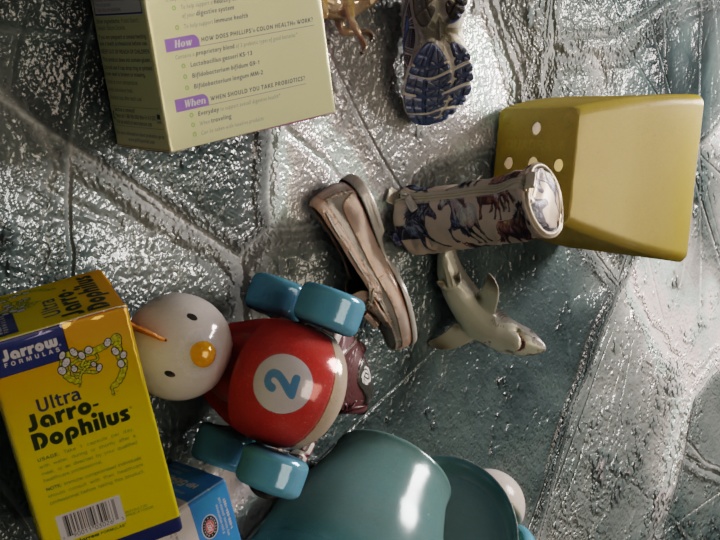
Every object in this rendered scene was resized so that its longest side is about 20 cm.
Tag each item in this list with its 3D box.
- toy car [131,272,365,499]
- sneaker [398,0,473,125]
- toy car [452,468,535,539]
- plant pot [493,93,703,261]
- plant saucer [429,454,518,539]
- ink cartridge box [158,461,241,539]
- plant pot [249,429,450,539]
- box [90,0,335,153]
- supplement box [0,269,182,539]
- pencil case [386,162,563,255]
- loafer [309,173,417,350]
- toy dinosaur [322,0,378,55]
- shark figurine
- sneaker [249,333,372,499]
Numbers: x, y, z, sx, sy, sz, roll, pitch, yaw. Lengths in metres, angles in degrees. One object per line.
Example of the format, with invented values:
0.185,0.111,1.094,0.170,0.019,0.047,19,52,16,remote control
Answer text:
-0.130,0.077,0.966,0.200,0.177,0.185,24,82,-34,toy car
0.078,-0.253,1.183,0.077,0.085,0.200,-4,127,-10,sneaker
0.147,0.346,1.275,0.175,0.150,0.200,-50,160,-29,toy car
0.271,-0.121,1.339,0.176,0.200,0.201,1,96,-35,plant pot
0.077,0.299,1.190,0.200,0.200,0.027,-63,145,-19,plant saucer
-0.201,0.284,0.972,0.200,0.084,0.146,-28,117,-40,ink cartridge box
-0.004,0.273,1.115,0.200,0.200,0.188,61,43,-33,plant pot
-0.129,-0.218,0.944,0.176,0.097,0.201,-20,112,-36,box
-0.226,0.118,0.878,0.109,0.109,0.201,-17,111,-19,supplement box
0.123,-0.064,1.173,0.089,0.200,0.078,29,65,-41,pencil case
0.000,0.000,1.160,0.063,0.072,0.200,-27,110,-22,loafer
-0.046,-0.262,1.081,0.200,0.058,0.101,3,78,-34,toy dinosaur
0.128,0.008,1.300,0.215,0.128,0.089,69,23,-6,shark figurine
-0.037,0.151,1.134,0.115,0.076,0.200,37,69,-46,sneaker
